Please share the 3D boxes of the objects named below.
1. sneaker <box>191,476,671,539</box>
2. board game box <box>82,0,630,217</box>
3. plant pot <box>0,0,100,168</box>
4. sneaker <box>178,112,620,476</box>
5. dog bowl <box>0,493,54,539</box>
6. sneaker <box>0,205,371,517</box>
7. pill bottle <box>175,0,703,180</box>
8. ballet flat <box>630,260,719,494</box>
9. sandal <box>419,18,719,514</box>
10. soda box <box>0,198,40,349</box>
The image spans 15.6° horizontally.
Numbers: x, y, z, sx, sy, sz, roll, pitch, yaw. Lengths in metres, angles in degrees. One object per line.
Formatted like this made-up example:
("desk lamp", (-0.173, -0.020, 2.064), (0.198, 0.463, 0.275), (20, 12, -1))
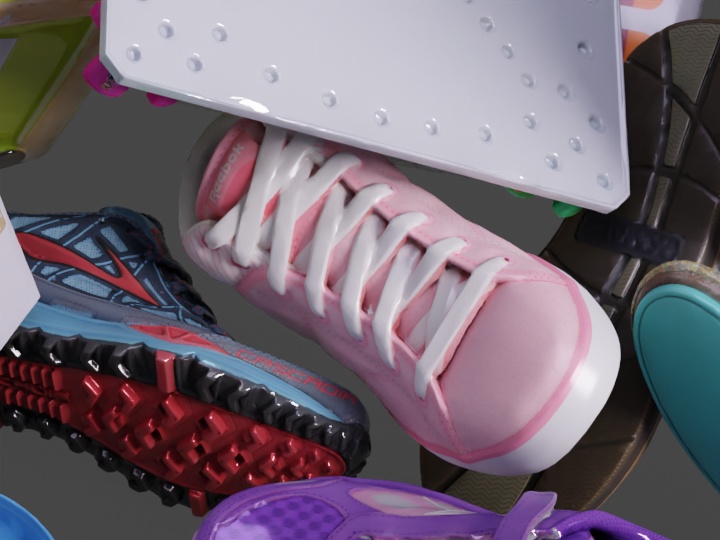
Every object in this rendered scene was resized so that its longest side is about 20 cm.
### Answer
("sneaker", (0.041, 0.104, 0.843), (0.200, 0.089, 0.081), (13, 67, 6))
("board game box", (0.000, -0.127, 0.886), (0.200, 0.026, 0.201), (14, 63, -30))
("plant pot", (-0.177, -0.135, 0.912), (0.199, 0.200, 0.182), (-11, 71, -29))
("sneaker", (0.000, 0.000, 0.885), (0.075, 0.105, 0.200), (-57, 33, 4))
("dog bowl", (-0.190, 0.114, 0.864), (0.199, 0.050, 0.112), (16, 52, 12))
("sneaker", (-0.081, 0.015, 0.929), (0.200, 0.079, 0.096), (20, 51, 13))
("pill bottle", (0.027, -0.093, 0.998), (0.199, 0.110, 0.110), (11, 51, 7))
("ballet flat", (0.164, 0.073, 0.864), (0.071, 0.071, 0.200), (-36, 88, -26))
("sandal", (0.091, 0.008, 0.920), (0.082, 0.055, 0.200), (20, 83, 34))
("soda box", (-0.185, 0.050, 0.827), (0.064, 0.068, 0.200), (19, 57, 23))
